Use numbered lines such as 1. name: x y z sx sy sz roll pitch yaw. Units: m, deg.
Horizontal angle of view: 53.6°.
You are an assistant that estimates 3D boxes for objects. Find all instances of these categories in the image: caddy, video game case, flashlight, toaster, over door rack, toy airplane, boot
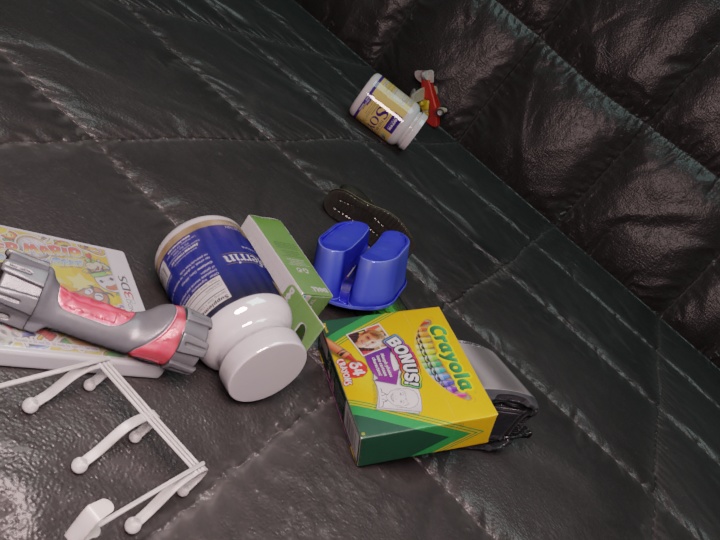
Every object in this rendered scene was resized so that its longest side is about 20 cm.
1. caddy: 0.000 0.000 1.123 0.140 0.106 0.200 16 23 13
2. video game case: -0.308 0.026 0.712 0.199 0.023 0.182 14 32 -45
3. flashlight: -0.241 0.039 0.674 0.199 0.068 0.068 27 25 -30
4. toaster: 0.163 0.178 1.030 0.199 0.114 0.129 14 30 -40
5. over door rack: -0.217 0.137 0.559 0.148 0.067 0.200 43 2 11
6. toy airplane: 0.243 -0.671 2.744 0.200 0.140 0.200 35 51 -46
7. boot: 0.028 -0.109 1.431 0.200 0.078 0.138 38 17 -4

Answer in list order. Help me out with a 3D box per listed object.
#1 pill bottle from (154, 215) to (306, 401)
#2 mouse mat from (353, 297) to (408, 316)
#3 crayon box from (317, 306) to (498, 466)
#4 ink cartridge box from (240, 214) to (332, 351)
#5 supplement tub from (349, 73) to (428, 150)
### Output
1. pill bottle: -0.147 0.041 0.810 0.115 0.116 0.200 10 36 -50
2. mouse mat: 0.034 0.063 1.193 0.160 0.008 0.200 16 33 -44
3. crayon box: 0.052 0.137 0.904 0.171 0.059 0.200 -7 40 -15
4. ink cartridge box: -0.103 0.035 0.905 0.059 0.104 0.200 8 37 -50
5. supplement tub: 0.083 -0.462 2.088 0.200 0.146 0.146 36 22 -5
